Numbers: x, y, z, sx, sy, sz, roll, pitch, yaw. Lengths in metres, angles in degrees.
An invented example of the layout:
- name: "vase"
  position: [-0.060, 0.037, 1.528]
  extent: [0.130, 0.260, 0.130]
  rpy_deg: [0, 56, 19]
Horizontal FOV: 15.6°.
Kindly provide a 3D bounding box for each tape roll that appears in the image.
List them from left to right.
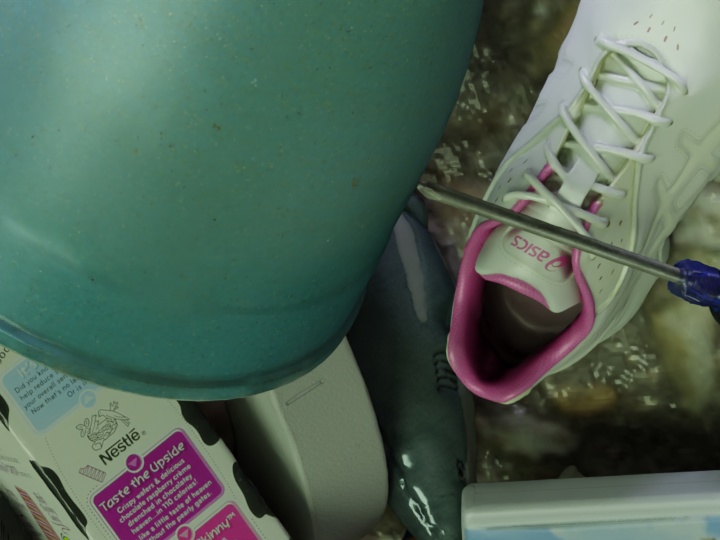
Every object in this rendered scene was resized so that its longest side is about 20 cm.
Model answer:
- name: "tape roll"
  position: [-0.064, 0.022, 0.976]
  extent: [0.203, 0.037, 0.203]
  rpy_deg: [45, 154, 29]

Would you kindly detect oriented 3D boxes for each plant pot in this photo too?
- name: "plant pot"
  position: [-0.045, -0.098, 0.805]
  extent: [0.200, 0.200, 0.188]
  rpy_deg: [37, 125, 4]

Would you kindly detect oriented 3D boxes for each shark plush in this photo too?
- name: "shark plush"
  position: [0.000, 0.000, 0.960]
  extent: [0.090, 0.083, 0.201]
  rpy_deg: [-10, 109, 27]

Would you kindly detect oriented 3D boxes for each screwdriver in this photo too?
- name: "screwdriver"
  position: [0.092, -0.002, 0.872]
  extent: [0.199, 0.028, 0.029]
  rpy_deg: [16, 172, -32]

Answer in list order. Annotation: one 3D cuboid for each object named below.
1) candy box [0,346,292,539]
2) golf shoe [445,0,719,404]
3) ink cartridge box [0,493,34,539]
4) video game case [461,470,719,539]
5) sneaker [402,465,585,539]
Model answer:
- name: "candy box"
  position: [-0.077, 0.090, 0.942]
  extent: [0.201, 0.061, 0.136]
  rpy_deg: [55, 164, -12]
- name: "golf shoe"
  position: [0.084, -0.035, 0.890]
  extent: [0.075, 0.092, 0.201]
  rpy_deg: [28, 127, 12]
- name: "ink cartridge box"
  position: [-0.160, 0.145, 1.031]
  extent: [0.083, 0.200, 0.145]
  rpy_deg: [-19, 109, 0]
- name: "video game case"
  position: [0.141, 0.154, 0.969]
  extent: [0.198, 0.022, 0.183]
  rpy_deg: [-3, 118, 4]
- name: "sneaker"
  position: [0.029, 0.137, 1.039]
  extent: [0.199, 0.075, 0.090]
  rpy_deg: [-26, 107, 28]
